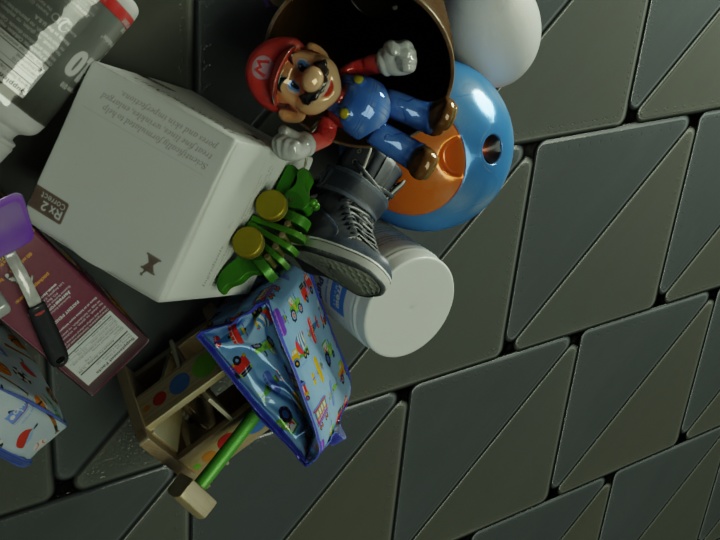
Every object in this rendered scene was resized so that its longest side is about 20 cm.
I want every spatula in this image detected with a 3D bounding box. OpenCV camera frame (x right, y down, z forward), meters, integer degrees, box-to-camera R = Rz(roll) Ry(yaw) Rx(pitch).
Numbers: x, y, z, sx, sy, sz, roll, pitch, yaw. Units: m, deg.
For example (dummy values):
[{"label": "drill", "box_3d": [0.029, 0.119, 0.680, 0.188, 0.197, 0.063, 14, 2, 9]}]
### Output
[{"label": "spatula", "box_3d": [-0.308, 0.017, 0.954, 0.056, 0.021, 0.200, -30, 130, -23]}]

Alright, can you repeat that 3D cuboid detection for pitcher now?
[{"label": "pitcher", "box_3d": [0.144, -0.322, 1.200, 0.200, 0.121, 0.172, 60, 29, -62]}]

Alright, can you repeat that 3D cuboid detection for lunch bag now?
[{"label": "lunch bag", "box_3d": [-0.376, 0.089, 0.976, 0.076, 0.200, 0.160, -47, 147, -4]}, {"label": "lunch bag", "box_3d": [-0.068, 0.103, 1.127, 0.094, 0.151, 0.200, -26, 103, 20]}]

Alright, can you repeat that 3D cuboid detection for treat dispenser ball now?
[{"label": "treat dispenser ball", "box_3d": [0.076, -0.146, 1.190, 0.201, 0.201, 0.201, -19, 125, -29]}]

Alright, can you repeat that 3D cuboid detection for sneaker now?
[{"label": "sneaker", "box_3d": [0.002, -0.056, 1.038, 0.146, 0.202, 0.077, -50, 119, -10]}]

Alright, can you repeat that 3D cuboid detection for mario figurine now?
[{"label": "mario figurine", "box_3d": [-0.011, -0.155, 0.956, 0.200, 0.124, 0.106, 21, 141, -12]}]

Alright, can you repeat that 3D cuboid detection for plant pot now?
[{"label": "plant pot", "box_3d": [0.014, -0.259, 1.071, 0.187, 0.200, 0.187, 6, 130, 7]}]

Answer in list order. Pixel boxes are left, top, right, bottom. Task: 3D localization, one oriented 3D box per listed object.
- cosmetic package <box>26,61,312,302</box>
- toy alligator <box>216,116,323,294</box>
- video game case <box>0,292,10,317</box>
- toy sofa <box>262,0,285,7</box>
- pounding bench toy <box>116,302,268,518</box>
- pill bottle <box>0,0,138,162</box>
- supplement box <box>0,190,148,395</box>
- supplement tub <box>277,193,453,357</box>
[{"label": "cosmetic package", "box_3d": [-0.178, -0.081, 1.003, 0.165, 0.165, 0.200, -63, 166, 9]}, {"label": "toy alligator", "box_3d": [-0.067, -0.055, 0.993, 0.200, 0.054, 0.059, -59, 165, -10]}, {"label": "video game case", "box_3d": [-0.437, 0.007, 0.897, 0.182, 0.200, 0.023, -35, 167, -17]}, {"label": "toy sofa", "box_3d": [-0.074, -0.367, 1.028, 0.200, 0.083, 0.098, -52, 139, -2]}, {"label": "pounding bench toy", "box_3d": [-0.157, 0.162, 1.165, 0.156, 0.200, 0.124, -36, 133, 2]}, {"label": "pill bottle", "box_3d": [-0.304, -0.195, 0.925, 0.200, 0.114, 0.114, -51, 134, -2]}, {"label": "supplement box", "box_3d": [-0.319, 0.021, 1.039, 0.086, 0.110, 0.200, -44, 134, -8]}, {"label": "supplement tub", "box_3d": [0.000, 0.000, 1.215, 0.132, 0.200, 0.132, -18, 125, -29]}]
